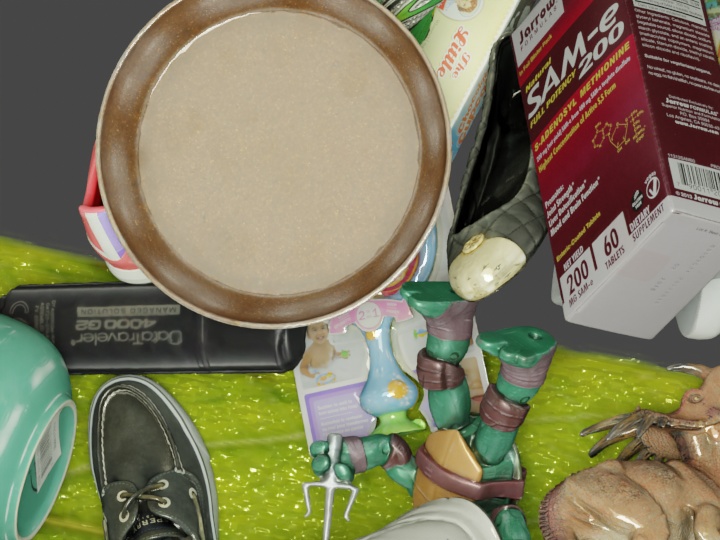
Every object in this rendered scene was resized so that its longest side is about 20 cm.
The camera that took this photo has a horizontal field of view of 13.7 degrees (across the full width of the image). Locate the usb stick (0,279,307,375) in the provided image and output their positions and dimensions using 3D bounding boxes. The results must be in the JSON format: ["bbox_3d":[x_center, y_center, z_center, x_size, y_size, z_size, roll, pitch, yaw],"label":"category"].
[{"bbox_3d":[-0.122,0.033,1.739,0.199,0.033,0.056,-2,87,26],"label":"usb stick"}]

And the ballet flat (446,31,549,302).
[{"bbox_3d":[0.075,-0.056,1.686,0.066,0.057,0.200,-22,33,29],"label":"ballet flat"}]

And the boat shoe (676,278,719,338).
[{"bbox_3d":[0.215,-0.060,1.696,0.056,0.069,0.201,7,82,-10],"label":"boat shoe"}]

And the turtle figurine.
[{"bbox_3d":[0.047,0.114,1.667,0.149,0.101,0.201,21,112,23],"label":"turtle figurine"}]

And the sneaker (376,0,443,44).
[{"bbox_3d":[0.020,-0.176,1.717,0.200,0.085,0.078,-39,74,1],"label":"sneaker"}]

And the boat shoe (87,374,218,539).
[{"bbox_3d":[-0.114,0.151,1.721,0.068,0.057,0.201,-19,75,6],"label":"boat shoe"}]

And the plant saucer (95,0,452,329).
[{"bbox_3d":[-0.048,-0.067,1.677,0.199,0.034,0.201,0,87,4],"label":"plant saucer"}]

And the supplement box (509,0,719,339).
[{"bbox_3d":[0.146,-0.077,1.631,0.061,0.109,0.200,13,49,-27],"label":"supplement box"}]

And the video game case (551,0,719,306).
[{"bbox_3d":[0.176,-0.080,1.665,0.023,0.200,0.183,12,77,-28],"label":"video game case"}]

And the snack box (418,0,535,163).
[{"bbox_3d":[0.035,-0.155,1.773,0.116,0.037,0.200,26,84,16],"label":"snack box"}]

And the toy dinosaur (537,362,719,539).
[{"bbox_3d":[0.148,0.128,1.635,0.086,0.200,0.136,-46,64,42],"label":"toy dinosaur"}]

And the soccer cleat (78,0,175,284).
[{"bbox_3d":[-0.114,-0.093,1.751,0.068,0.073,0.201,2,61,26],"label":"soccer cleat"}]

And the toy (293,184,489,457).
[{"bbox_3d":[0.000,0.000,1.719,0.115,0.047,0.201,-13,88,16],"label":"toy"}]

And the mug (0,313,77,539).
[{"bbox_3d":[-0.233,0.098,1.691,0.114,0.185,0.153,19,101,9],"label":"mug"}]

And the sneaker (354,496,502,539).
[{"bbox_3d":[-0.020,0.179,1.612,0.200,0.087,0.075,-29,86,28],"label":"sneaker"}]
